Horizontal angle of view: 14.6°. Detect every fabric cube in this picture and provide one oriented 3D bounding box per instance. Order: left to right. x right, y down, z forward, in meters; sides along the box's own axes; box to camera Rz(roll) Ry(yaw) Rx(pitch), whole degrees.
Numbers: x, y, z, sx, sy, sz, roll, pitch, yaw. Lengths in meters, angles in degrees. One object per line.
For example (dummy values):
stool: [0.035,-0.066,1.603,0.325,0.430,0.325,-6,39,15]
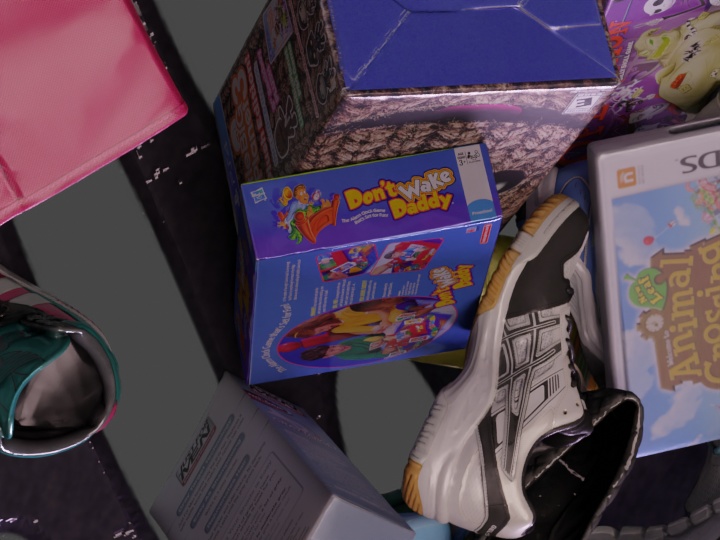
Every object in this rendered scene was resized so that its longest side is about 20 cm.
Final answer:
fabric cube: [-0.234,-0.138,1.419,0.199,0.196,0.200,-31,114,-8]

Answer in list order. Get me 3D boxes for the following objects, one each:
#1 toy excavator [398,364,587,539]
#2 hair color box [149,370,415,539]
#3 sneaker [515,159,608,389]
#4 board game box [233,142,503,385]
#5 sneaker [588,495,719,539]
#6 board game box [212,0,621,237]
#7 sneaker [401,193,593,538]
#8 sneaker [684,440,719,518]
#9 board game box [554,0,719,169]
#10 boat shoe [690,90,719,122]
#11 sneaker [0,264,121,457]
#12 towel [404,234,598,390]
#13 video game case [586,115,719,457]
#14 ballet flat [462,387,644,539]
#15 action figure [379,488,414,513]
toy excavator: [0.054,0.156,1.640,0.193,0.100,0.202,-12,91,-17]
hair color box: [-0.048,0.142,1.582,0.060,0.200,0.099,26,97,-26]
sneaker: [0.166,0.019,1.666,0.077,0.076,0.201,-22,118,23]
board game box: [0.000,0.000,1.554,0.133,0.200,0.045,-10,69,-8]
sneaker: [0.195,0.203,1.695,0.199,0.116,0.075,-17,120,29]
board game box: [0.025,-0.096,1.524,0.158,0.200,0.098,-4,68,-20]
sneaker: [0.097,0.058,1.582,0.087,0.076,0.201,22,78,7]
sneaker: [0.240,0.065,1.747,0.086,0.078,0.201,27,87,-21]
board game box: [0.174,-0.128,1.608,0.119,0.032,0.200,-9,151,-15]
boat shoe: [0.261,-0.036,1.681,0.071,0.070,0.201,-35,122,22]
sneaker: [-0.210,0.040,1.529,0.199,0.121,0.084,26,97,-26]
towel: [0.094,0.021,1.702,0.199,0.018,0.087,10,99,-23]
video game case: [0.226,0.002,1.631,0.181,0.022,0.201,-12,116,-9]
ballet flat: [0.099,0.148,1.585,0.066,0.057,0.201,31,68,-4]
action figure: [0.071,0.159,1.716,0.199,0.055,0.119,-25,101,-18]
